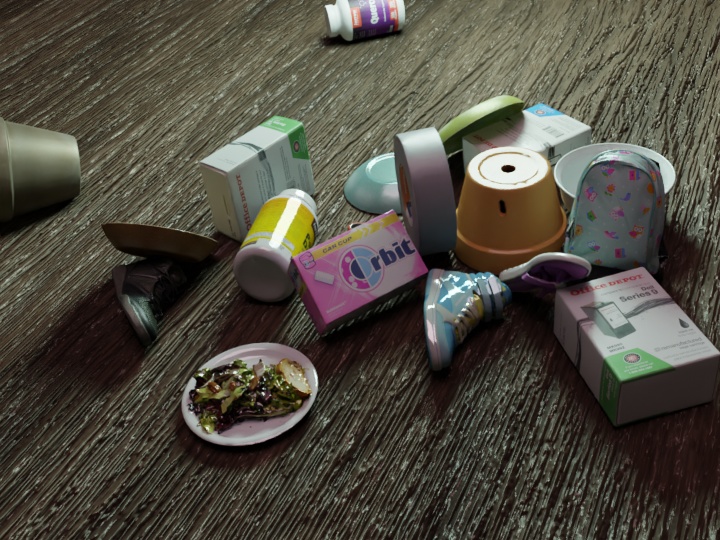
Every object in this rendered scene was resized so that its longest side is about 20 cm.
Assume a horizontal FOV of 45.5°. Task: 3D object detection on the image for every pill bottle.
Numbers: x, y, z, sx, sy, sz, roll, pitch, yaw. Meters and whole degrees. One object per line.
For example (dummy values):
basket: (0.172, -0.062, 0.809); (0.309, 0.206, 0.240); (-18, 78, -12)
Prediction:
pill bottle: (-0.133, -0.049, 1.432); (0.106, 0.111, 0.202); (2, 38, 14)
pill bottle: (0.010, -0.656, 2.200); (0.195, 0.115, 0.113); (-14, 37, -7)

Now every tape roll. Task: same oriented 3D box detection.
tape roll: (0.105, -0.128, 1.413); (0.064, 0.204, 0.202); (-11, 36, -4)

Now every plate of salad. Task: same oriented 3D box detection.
plate of salad: (-0.157, 0.163, 1.210); (0.194, 0.049, 0.202); (-5, 38, 4)

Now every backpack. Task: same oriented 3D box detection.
backpack: (0.386, -0.078, 1.281); (0.163, 0.205, 0.126); (10, 14, 17)

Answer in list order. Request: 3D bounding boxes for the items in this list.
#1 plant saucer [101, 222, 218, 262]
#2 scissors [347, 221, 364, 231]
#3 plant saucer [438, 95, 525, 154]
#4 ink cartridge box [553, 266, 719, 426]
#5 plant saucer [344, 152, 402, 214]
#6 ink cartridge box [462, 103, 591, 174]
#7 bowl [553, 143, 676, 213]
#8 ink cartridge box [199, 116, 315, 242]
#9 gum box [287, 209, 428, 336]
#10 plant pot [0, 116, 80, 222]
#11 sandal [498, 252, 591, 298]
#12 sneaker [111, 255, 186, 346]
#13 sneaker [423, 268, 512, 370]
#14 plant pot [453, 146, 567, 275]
plant saucer: (-0.338, -0.042, 1.446); (0.195, 0.036, 0.200); (7, -7, 1)
scissors: (0.047, -0.041, 1.466); (0.197, 0.014, 0.073); (19, 43, 34)
plant saucer: (0.216, -0.276, 1.618); (0.197, 0.200, 0.032); (-25, 83, -21)
ink cartridge box: (0.365, 0.097, 1.164); (0.142, 0.086, 0.201); (-13, 37, -8)
plant saucer: (0.063, -0.178, 1.623); (0.195, 0.039, 0.203); (-6, 36, 4)
ink cartridge box: (0.306, -0.219, 1.592); (0.197, 0.086, 0.146); (-25, 39, -19)
bowl: (0.423, -0.125, 1.441); (0.195, 0.092, 0.203); (-6, 36, 4)
ink cartridge box: (-0.185, -0.169, 1.569); (0.082, 0.149, 0.199); (21, 44, 36)
gum box: (0.000, 0.000, 1.327); (0.197, 0.066, 0.115); (-26, 78, -19)
plant pot: (-0.644, -0.200, 1.686); (0.170, 0.204, 0.201); (-6, 33, -25)
sandal: (0.269, 0.018, 1.251); (0.080, 0.202, 0.051); (13, 76, -14)
sneaker: (-0.333, 0.038, 1.383); (0.112, 0.078, 0.200); (-23, 33, -8)
sneaker: (0.158, 0.065, 1.253); (0.127, 0.081, 0.202); (-2, 38, 10)
plant pot: (0.245, -0.108, 1.412); (0.194, 0.143, 0.202); (-4, 37, 3)
